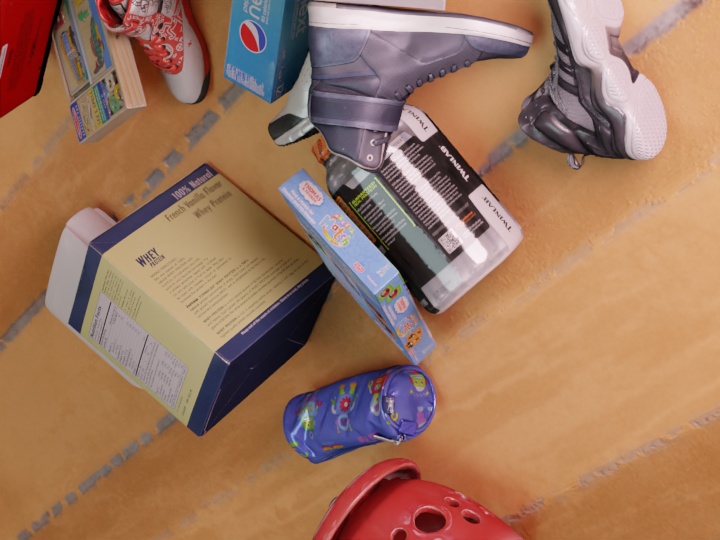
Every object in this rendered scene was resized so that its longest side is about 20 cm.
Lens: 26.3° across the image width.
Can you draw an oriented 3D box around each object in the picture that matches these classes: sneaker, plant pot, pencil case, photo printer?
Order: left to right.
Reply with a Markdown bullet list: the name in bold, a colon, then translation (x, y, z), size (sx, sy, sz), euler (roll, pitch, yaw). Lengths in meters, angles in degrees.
- **photo printer**: translation (-0.286, 0.042, 1.869), size (0.200, 0.069, 0.167), euler (40, 136, 13)
- **sneaker**: translation (-0.218, -0.249, 1.583), size (0.067, 0.108, 0.203), euler (17, 128, 31)
- **sneaker**: translation (-0.028, -0.192, 1.495), size (0.199, 0.074, 0.080), euler (-36, 88, 39)
- **pencil case**: translation (-0.003, 0.161, 1.697), size (0.078, 0.088, 0.199), euler (25, 151, -33)
- **plant pot**: translation (0.055, 0.322, 1.679), size (0.182, 0.200, 0.202), euler (35, 136, 27)
- **sneaker**: translation (0.049, -0.159, 1.366), size (0.200, 0.077, 0.148), euler (3, 99, 0)
- **sneaker**: translation (0.176, -0.175, 1.317), size (0.113, 0.075, 0.201), euler (-14, 111, 42)

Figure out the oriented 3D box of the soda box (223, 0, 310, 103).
- **soda box**: translation (-0.079, -0.267, 1.481), size (0.064, 0.068, 0.201), euler (31, 134, 20)

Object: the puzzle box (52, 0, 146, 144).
- **puzzle box**: translation (-0.292, -0.250, 1.646), size (0.133, 0.025, 0.202), euler (-23, 82, 56)

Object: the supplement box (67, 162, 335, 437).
- **supplement box**: translation (-0.171, 0.028, 1.664), size (0.199, 0.200, 0.135), euler (38, 136, 12)

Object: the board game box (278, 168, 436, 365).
- **board game box**: translation (0.000, 0.000, 1.519), size (0.151, 0.037, 0.200), euler (47, 174, 25)

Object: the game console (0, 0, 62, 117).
- **game console**: translation (-0.391, -0.281, 1.660), size (0.118, 0.172, 0.201), euler (35, 134, 10)

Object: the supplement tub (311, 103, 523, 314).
- **supplement tub**: translation (0.051, -0.069, 1.464), size (0.200, 0.122, 0.122), euler (50, 138, 1)

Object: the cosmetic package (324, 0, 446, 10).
- **cosmetic package**: translation (-0.019, -0.274, 1.354), size (0.197, 0.083, 0.051), euler (6, 129, 6)
